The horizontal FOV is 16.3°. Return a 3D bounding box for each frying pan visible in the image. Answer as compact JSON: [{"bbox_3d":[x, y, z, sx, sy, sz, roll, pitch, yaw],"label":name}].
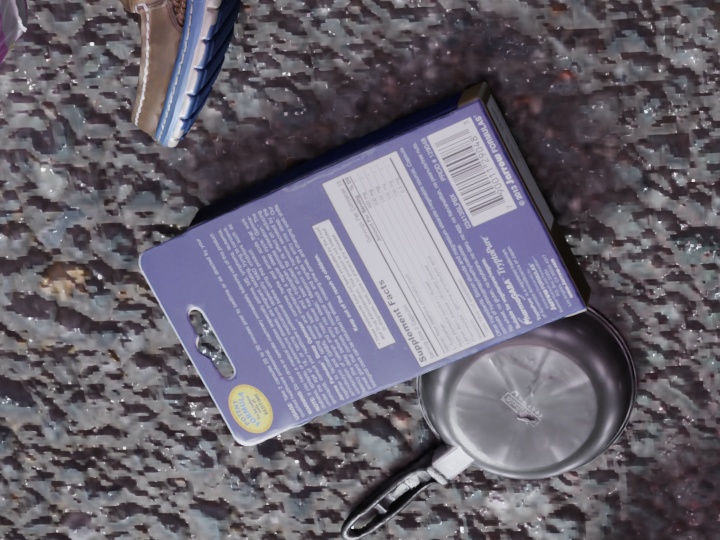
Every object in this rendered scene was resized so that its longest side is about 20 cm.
[{"bbox_3d":[0.052,0.076,1.308,0.189,0.031,0.115,-21,116,15],"label":"frying pan"}]

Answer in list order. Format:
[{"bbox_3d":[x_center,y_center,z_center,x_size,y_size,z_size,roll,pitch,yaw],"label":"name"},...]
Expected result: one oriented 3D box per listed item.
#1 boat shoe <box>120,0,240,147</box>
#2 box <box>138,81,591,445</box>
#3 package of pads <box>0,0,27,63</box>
[{"bbox_3d":[-0.089,-0.157,1.160,0.072,0.072,0.201,14,113,3],"label":"boat shoe"},{"bbox_3d":[0.000,0.000,1.253,0.199,0.032,0.122,-23,107,18],"label":"box"},{"bbox_3d":[-0.251,-0.167,1.164,0.198,0.076,0.121,8,121,2],"label":"package of pads"}]
